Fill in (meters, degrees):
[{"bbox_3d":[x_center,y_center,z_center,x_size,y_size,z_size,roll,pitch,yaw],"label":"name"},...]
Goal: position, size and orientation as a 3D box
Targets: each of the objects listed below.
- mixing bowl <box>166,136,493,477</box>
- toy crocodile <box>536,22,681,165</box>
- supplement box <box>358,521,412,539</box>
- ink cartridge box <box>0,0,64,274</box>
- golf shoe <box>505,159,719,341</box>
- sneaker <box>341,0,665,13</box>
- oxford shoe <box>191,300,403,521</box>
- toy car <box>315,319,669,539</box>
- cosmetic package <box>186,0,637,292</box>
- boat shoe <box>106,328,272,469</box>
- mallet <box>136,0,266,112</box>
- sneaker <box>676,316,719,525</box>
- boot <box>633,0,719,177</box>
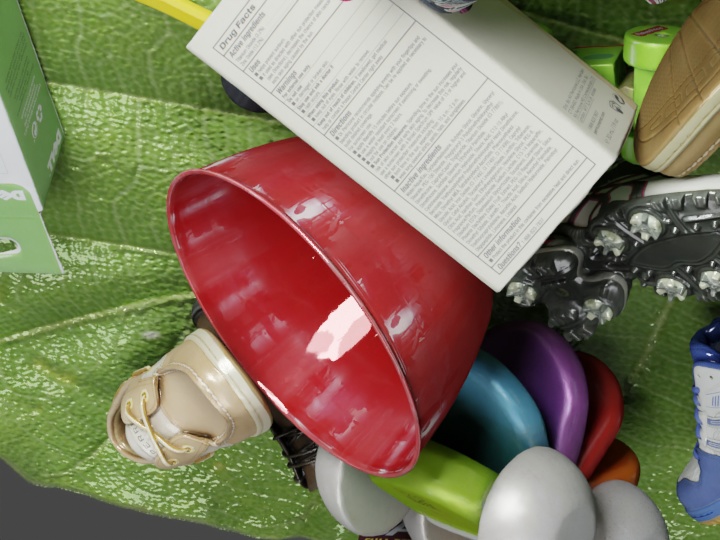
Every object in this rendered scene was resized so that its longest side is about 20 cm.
[{"bbox_3d":[0.000,0.000,1.538,0.200,0.108,0.201,42,156,23],"label":"mixing bowl"},{"bbox_3d":[0.115,-0.094,1.467,0.199,0.062,0.068,4,110,13],"label":"toy crocodile"},{"bbox_3d":[0.048,0.209,1.742,0.108,0.201,0.061,1,140,13],"label":"supplement box"},{"bbox_3d":[-0.226,-0.084,1.562,0.103,0.060,0.201,1,141,14],"label":"ink cartridge box"},{"bbox_3d":[0.151,-0.029,1.478,0.077,0.088,0.200,39,151,-21],"label":"golf shoe"},{"bbox_3d":[0.064,-0.155,1.346,0.199,0.081,0.075,9,111,-27],"label":"sneaker"},{"bbox_3d":[-0.025,0.082,1.700,0.200,0.085,0.072,38,136,-28],"label":"oxford shoe"},{"bbox_3d":[0.088,0.105,1.639,0.174,0.151,0.200,18,175,40],"label":"toy car"},{"bbox_3d":[0.027,-0.096,1.410,0.200,0.073,0.104,39,119,-4],"label":"cosmetic package"},{"bbox_3d":[-0.106,0.085,1.666,0.074,0.069,0.200,53,164,-1],"label":"boat shoe"},{"bbox_3d":[-0.110,-0.151,1.471,0.199,0.041,0.066,30,140,-16],"label":"mallet"},{"bbox_3d":[0.221,0.066,1.638,0.088,0.075,0.200,29,133,-3],"label":"sneaker"},{"bbox_3d":[0.243,-0.098,1.392,0.155,0.073,0.200,28,116,-24],"label":"boot"}]
